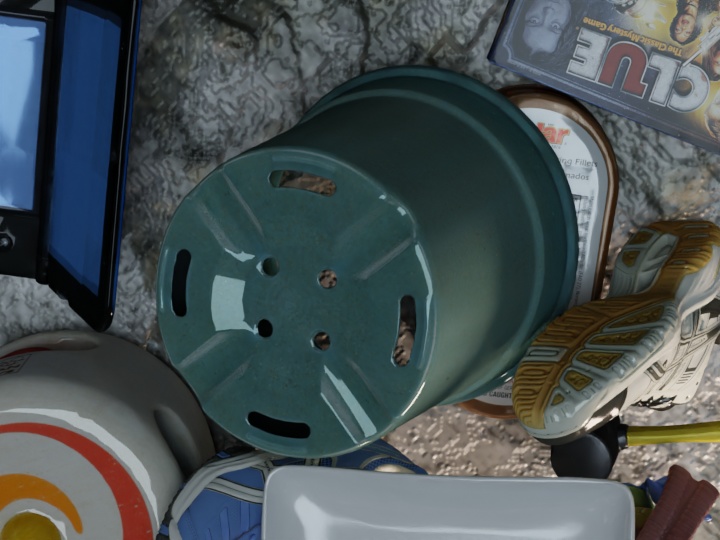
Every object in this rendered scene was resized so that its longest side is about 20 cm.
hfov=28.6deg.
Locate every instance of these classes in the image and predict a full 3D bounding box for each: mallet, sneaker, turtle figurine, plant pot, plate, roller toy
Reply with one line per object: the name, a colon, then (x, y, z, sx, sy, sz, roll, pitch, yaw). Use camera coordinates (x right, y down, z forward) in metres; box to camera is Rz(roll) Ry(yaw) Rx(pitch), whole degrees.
mallet: (0.206, 0.098, 0.824, 0.197, 0.066, 0.042, -4, 106, 25)
sneaker: (0.159, 0.051, 0.792, 0.075, 0.200, 0.089, 5, 122, 41)
turtle figurine: (0.143, 0.222, 0.821, 0.198, 0.194, 0.145, -22, 114, -1)
plant pot: (0.000, 0.000, 0.745, 0.197, 0.196, 0.204, 4, 103, 19)
plate: (0.042, 0.207, 0.736, 0.197, 0.032, 0.203, 1, 84, 13)
roller toy: (-0.183, 0.136, 0.838, 0.198, 0.140, 0.184, 29, 102, -5)
sneaker: (-0.037, 0.139, 0.804, 0.076, 0.199, 0.077, 19, 120, 35)

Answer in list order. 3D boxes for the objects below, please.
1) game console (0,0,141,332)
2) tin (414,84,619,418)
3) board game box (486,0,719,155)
game console: (-0.205, -0.084, 0.799, 0.168, 0.118, 0.203, 8, 103, 0)
tin: (0.094, -0.009, 0.849, 0.110, 0.042, 0.203, 6, 103, -4)
board game box: (0.189, -0.148, 0.813, 0.197, 0.035, 0.137, 20, 103, -3)
